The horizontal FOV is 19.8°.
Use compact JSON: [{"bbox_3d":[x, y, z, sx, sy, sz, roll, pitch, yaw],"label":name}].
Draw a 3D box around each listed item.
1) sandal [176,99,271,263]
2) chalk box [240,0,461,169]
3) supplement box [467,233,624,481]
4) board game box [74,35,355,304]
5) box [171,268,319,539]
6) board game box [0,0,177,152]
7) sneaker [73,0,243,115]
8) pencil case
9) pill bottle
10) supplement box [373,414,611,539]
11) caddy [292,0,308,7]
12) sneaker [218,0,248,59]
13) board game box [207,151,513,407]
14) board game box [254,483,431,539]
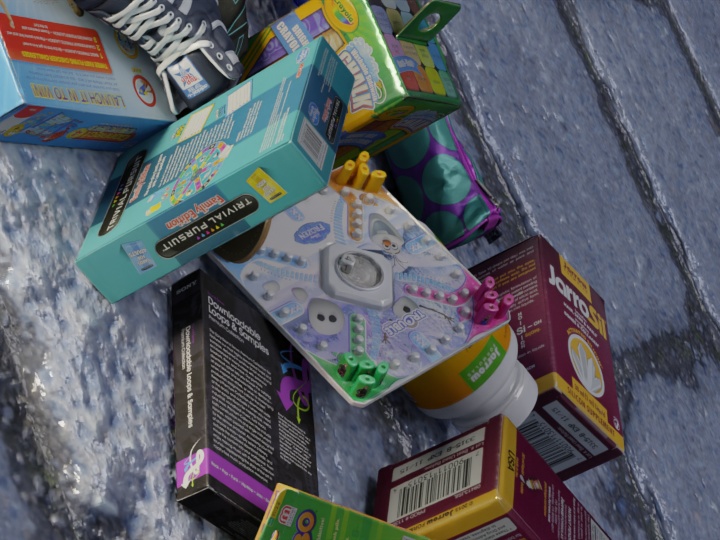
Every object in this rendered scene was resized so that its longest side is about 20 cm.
[{"bbox_3d":[-0.096,-0.075,1.627,0.070,0.078,0.212,28,21,-44],"label":"sandal"},{"bbox_3d":[0.001,-0.176,1.812,0.125,0.200,0.124,0,66,-62],"label":"chalk box"},{"bbox_3d":[0.175,0.089,2.001,0.131,0.103,0.200,41,32,-37],"label":"supplement box"},{"bbox_3d":[-0.104,-0.074,1.510,0.047,0.200,0.151,50,28,-24],"label":"board game box"},{"bbox_3d":[-0.086,0.114,1.558,0.143,0.036,0.200,40,34,-42],"label":"box"},{"bbox_3d":[-0.242,-0.192,1.531,0.200,0.056,0.196,1,65,-62],"label":"board game box"},{"bbox_3d":[-0.155,-0.183,1.542,0.200,0.070,0.109,13,53,-62],"label":"sneaker"},{"bbox_3d":[0.070,-0.116,2.014,0.085,0.092,0.200,-2,66,-63],"label":"pencil case"},{"bbox_3d":[0.070,0.060,1.818,0.200,0.111,0.111,49,28,-27],"label":"pill bottle"},{"bbox_3d":[0.119,0.236,1.700,0.200,0.131,0.103,50,28,-28],"label":"supplement box"},{"bbox_3d":[-0.008,-0.297,1.951,0.105,0.141,0.200,55,4,-29],"label":"caddy"},{"bbox_3d":[-0.134,-0.225,1.774,0.079,0.075,0.200,57,31,-39],"label":"sneaker"},{"bbox_3d":[0.000,0.000,1.674,0.200,0.026,0.200,45,44,18],"label":"board game box"},{"bbox_3d":[-0.023,0.222,1.522,0.200,0.030,0.096,29,81,-53],"label":"board game box"}]
